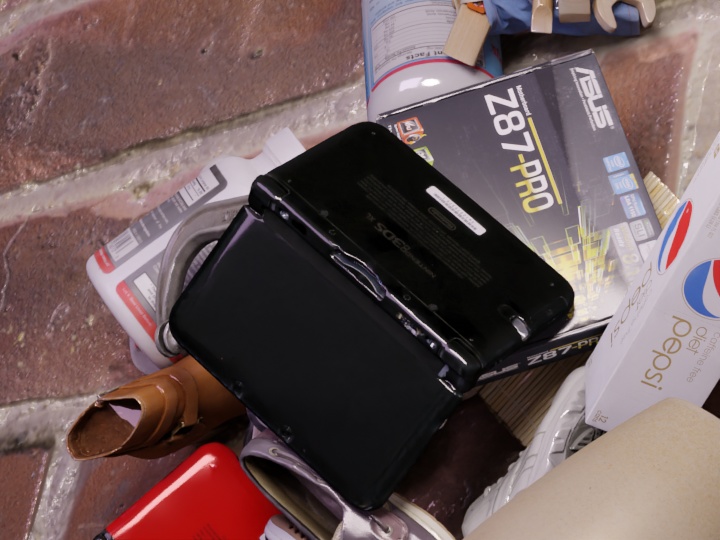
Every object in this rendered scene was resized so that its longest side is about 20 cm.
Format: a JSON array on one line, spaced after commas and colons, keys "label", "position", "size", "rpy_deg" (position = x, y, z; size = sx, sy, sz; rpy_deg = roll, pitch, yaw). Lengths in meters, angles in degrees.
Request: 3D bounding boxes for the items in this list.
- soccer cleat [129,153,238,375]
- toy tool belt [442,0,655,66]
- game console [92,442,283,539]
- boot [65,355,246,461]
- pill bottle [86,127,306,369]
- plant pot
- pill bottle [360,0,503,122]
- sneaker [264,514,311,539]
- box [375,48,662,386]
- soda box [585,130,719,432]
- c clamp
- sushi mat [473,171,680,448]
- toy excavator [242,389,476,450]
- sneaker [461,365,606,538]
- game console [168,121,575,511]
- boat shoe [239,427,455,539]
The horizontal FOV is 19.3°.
[{"label": "soccer cleat", "position": [-0.139, -0.003, 1.805], "size": [0.078, 0.069, 0.200], "rpy_deg": [-138, 71, -85]}, {"label": "toy tool belt", "position": [0.162, -0.209, 1.572], "size": [0.200, 0.125, 0.123], "rpy_deg": [1, 75, 10]}, {"label": "game console", "position": [-0.105, 0.252, 1.516], "size": [0.172, 0.200, 0.119], "rpy_deg": [-41, -3, -13]}, {"label": "boot", "position": [-0.124, 0.087, 1.638], "size": [0.200, 0.155, 0.074], "rpy_deg": [-45, 70, 27]}, {"label": "pill bottle", "position": [-0.111, -0.019, 1.709], "size": [0.200, 0.116, 0.116], "rpy_deg": [-36, 40, 0]}, {"label": "plant pot", "position": [0.160, 0.181, 1.273], "size": [0.200, 0.187, 0.187], "rpy_deg": [-48, 36, -12]}, {"label": "pill bottle", "position": [0.057, -0.151, 1.648], "size": [0.109, 0.109, 0.200], "rpy_deg": [-29, 46, 32]}, {"label": "sneaker", "position": [-0.011, 0.259, 1.425], "size": [0.200, 0.070, 0.109], "rpy_deg": [38, 99, 23]}, {"label": "box", "position": [0.114, -0.036, 1.439], "size": [0.161, 0.049, 0.200], "rpy_deg": [-16, 67, -1]}, {"label": "soda box", "position": [0.209, 0.016, 1.318], "size": [0.068, 0.064, 0.200], "rpy_deg": [-79, 12, -56]}, {"label": "c clamp", "position": [-0.088, 0.019, 1.510], "size": [0.200, 0.027, 0.171], "rpy_deg": [-2, 69, 47]}, {"label": "sushi mat", "position": [0.163, 0.034, 1.457], "size": [0.200, 0.012, 0.096], "rpy_deg": [-48, 59, 8]}, {"label": "toy excavator", "position": [0.018, 0.088, 1.537], "size": [0.100, 0.200, 0.195], "rpy_deg": [-90, 8, -72]}, {"label": "sneaker", "position": [0.112, 0.151, 1.408], "size": [0.099, 0.078, 0.200], "rpy_deg": [6, 69, 53]}, {"label": "game console", "position": [0.007, 0.025, 1.394], "size": [0.200, 0.176, 0.116], "rpy_deg": [41, 139, 20]}, {"label": "boat shoe", "position": [0.000, 0.173, 1.382], "size": [0.200, 0.065, 0.072], "rpy_deg": [45, 140, 18]}]
